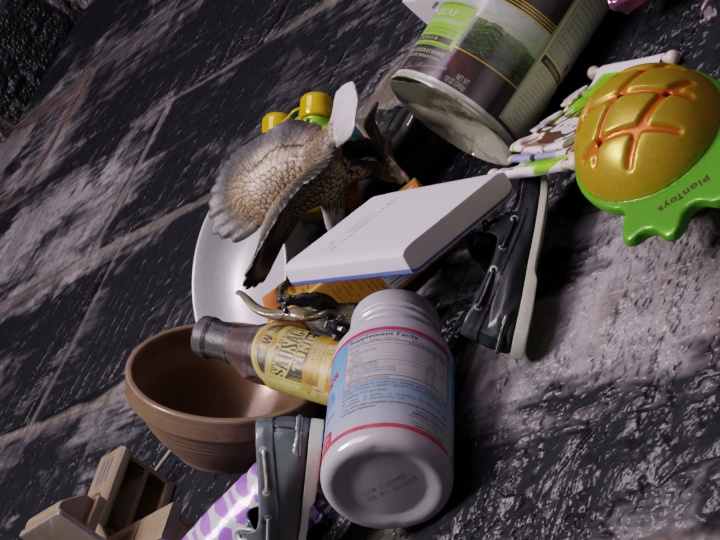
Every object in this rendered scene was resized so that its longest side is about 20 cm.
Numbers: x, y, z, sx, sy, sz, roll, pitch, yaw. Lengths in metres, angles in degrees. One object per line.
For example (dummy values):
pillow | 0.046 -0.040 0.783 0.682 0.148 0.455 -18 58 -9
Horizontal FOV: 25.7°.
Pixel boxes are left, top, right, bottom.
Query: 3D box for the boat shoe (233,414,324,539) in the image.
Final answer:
boat shoe | -0.075 0.211 1.338 0.073 0.061 0.202 -90 11 -66

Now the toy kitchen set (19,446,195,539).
toy kitchen set | -0.236 0.228 1.584 0.199 0.163 0.182 -31 31 39

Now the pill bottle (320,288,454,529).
pill bottle | 0.026 0.111 1.330 0.109 0.108 0.201 -39 27 29

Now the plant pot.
plant pot | -0.132 0.136 1.556 0.201 0.198 0.094 -110 21 -63

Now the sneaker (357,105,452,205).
sneaker | 0.063 -0.162 1.681 0.200 0.076 0.115 -50 29 20

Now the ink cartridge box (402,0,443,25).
ink cartridge box | 0.156 -0.362 1.778 0.201 0.084 0.145 -58 24 -13

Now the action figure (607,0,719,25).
action figure | 0.309 -0.292 1.425 0.148 0.136 0.199 -16 11 -42

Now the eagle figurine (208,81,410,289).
eagle figurine | -0.055 -0.081 1.573 0.198 0.152 0.152 -20 -11 -8

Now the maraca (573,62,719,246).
maraca | 0.234 -0.092 1.231 0.137 0.107 0.201 -38 31 15

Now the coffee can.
coffee can | 0.142 -0.226 1.539 0.201 0.146 0.146 -57 24 -9

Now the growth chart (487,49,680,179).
growth chart | 0.197 -0.136 1.408 0.200 0.018 0.144 -44 20 -32

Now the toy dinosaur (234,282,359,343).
toy dinosaur | -0.036 0.039 1.466 0.088 0.198 0.048 9 -92 -76

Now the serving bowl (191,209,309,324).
serving bowl | -0.109 0.008 1.720 0.199 0.065 0.203 -7 81 54

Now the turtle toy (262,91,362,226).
turtle toy | -0.060 -0.109 1.798 0.199 0.100 0.148 -20 66 50

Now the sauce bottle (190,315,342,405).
sauce bottle | -0.072 0.084 1.491 0.198 0.066 0.066 11 61 28

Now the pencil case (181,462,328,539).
pencil case | -0.122 0.263 1.432 0.200 0.084 0.085 -47 -11 9

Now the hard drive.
hard drive | 0.031 -0.035 1.407 0.132 0.026 0.199 -38 16 -28

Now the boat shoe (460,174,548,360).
boat shoe | 0.122 -0.013 1.353 0.075 0.065 0.201 92 -171 -55

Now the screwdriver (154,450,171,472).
screwdriver | -0.218 0.204 1.746 0.200 0.028 0.029 -51 52 -3

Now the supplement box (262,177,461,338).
supplement box | 0.000 0.000 1.551 0.199 0.069 0.067 -37 25 7
